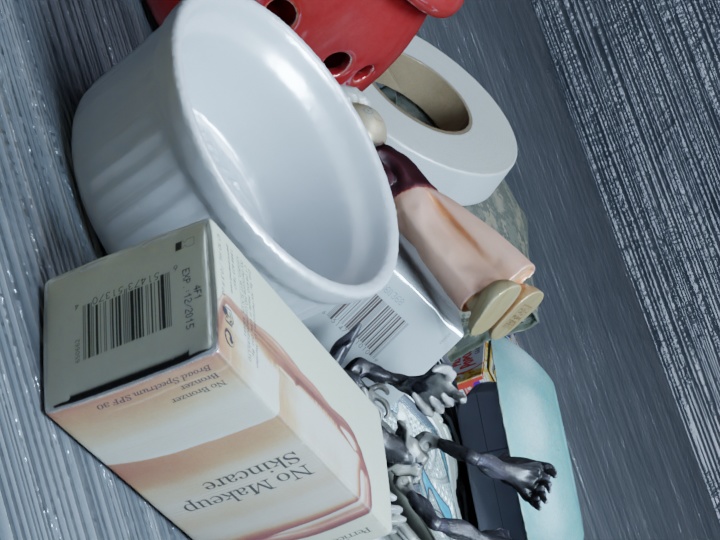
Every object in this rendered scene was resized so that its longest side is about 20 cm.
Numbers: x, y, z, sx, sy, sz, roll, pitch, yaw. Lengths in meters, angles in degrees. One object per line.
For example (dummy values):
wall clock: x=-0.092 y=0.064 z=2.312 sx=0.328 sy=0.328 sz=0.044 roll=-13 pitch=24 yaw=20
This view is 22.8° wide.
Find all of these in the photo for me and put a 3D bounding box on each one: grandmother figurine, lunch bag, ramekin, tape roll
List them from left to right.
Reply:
ramekin: x=-0.075 y=-0.054 z=1.038 sx=0.200 sy=0.097 sz=0.201 roll=42 pitch=31 yaw=-34
tape roll: x=0.037 y=-0.134 z=1.455 sx=0.202 sy=0.037 sz=0.203 roll=27 pitch=30 yaw=-18
grandmother figurine: x=0.036 y=-0.044 z=1.154 sx=0.200 sy=0.061 sz=0.121 roll=50 pitch=6 yaw=21
lunch bag: x=0.061 y=-0.049 z=1.533 sx=0.200 sy=0.117 sz=0.164 roll=55 pitch=20 yaw=-31

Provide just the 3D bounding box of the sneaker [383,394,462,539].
sneaker: x=0.034 y=0.167 z=1.227 sx=0.201 sy=0.077 sz=0.086 roll=65 pitch=18 yaw=-11

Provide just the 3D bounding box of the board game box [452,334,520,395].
board game box: x=0.129 y=0.119 z=1.678 sx=0.200 sy=0.046 sz=0.152 roll=-77 pitch=143 yaw=-65

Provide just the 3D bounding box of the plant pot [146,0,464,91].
plant pot: x=-0.032 y=-0.220 z=1.266 sx=0.200 sy=0.182 sz=0.201 roll=48 pitch=25 yaw=-31

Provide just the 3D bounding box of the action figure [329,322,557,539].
action figure: x=0.024 y=0.109 z=1.084 sx=0.199 sy=0.119 sz=0.102 roll=28 pitch=-8 yaw=-13

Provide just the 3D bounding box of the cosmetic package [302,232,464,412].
cosmetic package: x=0.000 y=0.000 z=1.220 sx=0.113 sy=0.081 sz=0.200 roll=43 pitch=11 yaw=-13

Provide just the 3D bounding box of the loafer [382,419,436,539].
loafer: x=0.001 y=0.122 z=1.170 sx=0.201 sy=0.070 sz=0.070 roll=67 pitch=18 yaw=11

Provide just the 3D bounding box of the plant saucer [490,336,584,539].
plant saucer: x=0.131 y=0.138 z=1.280 sx=0.201 sy=0.038 sz=0.202 roll=-12 pitch=90 yaw=-83

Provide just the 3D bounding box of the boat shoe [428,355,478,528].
boat shoe: x=0.041 y=0.126 z=1.328 sx=0.068 sy=0.071 sz=0.201 roll=-15 pitch=90 yaw=-77

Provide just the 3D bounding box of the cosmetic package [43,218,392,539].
cosmetic package: x=-0.071 y=0.074 z=0.934 sx=0.200 sy=0.103 sz=0.088 roll=49 pitch=25 yaw=-47

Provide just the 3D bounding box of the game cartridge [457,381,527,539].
game cartridge: x=0.107 y=0.184 z=1.311 sx=0.133 sy=0.041 sz=0.201 roll=-3 pitch=81 yaw=-79
